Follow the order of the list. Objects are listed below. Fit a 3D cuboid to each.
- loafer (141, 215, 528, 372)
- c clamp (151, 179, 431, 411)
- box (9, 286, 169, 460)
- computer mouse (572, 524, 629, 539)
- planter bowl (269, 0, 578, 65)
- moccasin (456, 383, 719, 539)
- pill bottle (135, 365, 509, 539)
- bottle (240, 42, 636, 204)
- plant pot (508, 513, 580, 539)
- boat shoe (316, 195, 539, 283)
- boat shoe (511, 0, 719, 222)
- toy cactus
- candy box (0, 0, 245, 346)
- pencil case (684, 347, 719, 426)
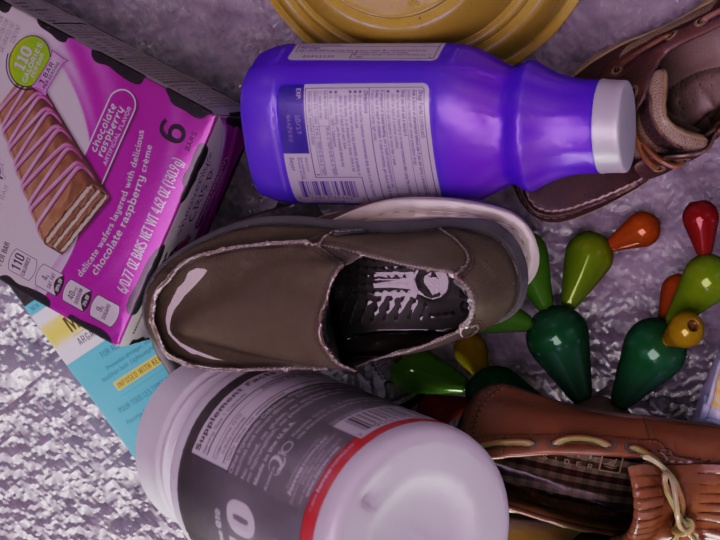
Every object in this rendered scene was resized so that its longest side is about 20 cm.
[{"bbox_3d":[-0.020,0.011,1.254,0.199,0.070,0.076,-9,101,17],"label":"loafer"},{"bbox_3d":[-0.024,0.031,1.399,0.170,0.027,0.201,-28,110,-11],"label":"c clamp"},{"bbox_3d":[-0.143,0.007,1.433,0.082,0.049,0.200,-33,98,20],"label":"box"},{"bbox_3d":[0.197,0.164,1.373,0.199,0.034,0.059,16,158,-28],"label":"computer mouse"},{"bbox_3d":[0.023,-0.184,1.317,0.199,0.083,0.202,4,107,11],"label":"planter bowl"},{"bbox_3d":[0.144,0.111,1.293,0.200,0.078,0.074,18,126,3],"label":"moccasin"},{"bbox_3d":[-0.026,0.111,1.294,0.200,0.113,0.115,18,119,54],"label":"pill bottle"},{"bbox_3d":[0.040,-0.075,1.306,0.199,0.065,0.084,1,121,18],"label":"bottle"},{"bbox_3d":[0.042,0.214,1.392,0.200,0.201,0.190,11,93,9],"label":"plant pot"},{"bbox_3d":[0.000,0.000,1.315,0.199,0.060,0.072,-14,100,18],"label":"boat shoe"},{"bbox_3d":[0.157,-0.088,1.322,0.199,0.072,0.072,-32,98,20],"label":"boat shoe"},{"bbox_3d":[0.116,0.056,1.358,0.199,0.102,0.166,-20,94,10],"label":"toy cactus"},{"bbox_3d":[-0.172,-0.066,1.353,0.199,0.061,0.137,28,102,17],"label":"candy box"},{"bbox_3d":[0.273,0.089,1.343,0.199,0.091,0.084,19,111,6],"label":"pencil case"}]
